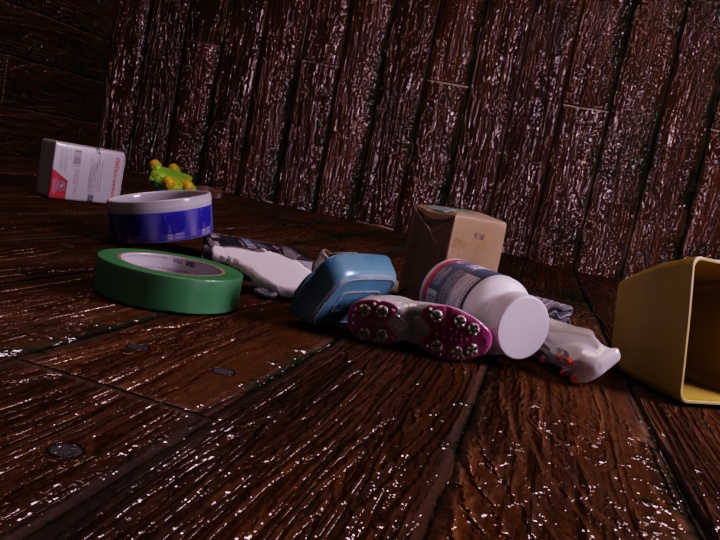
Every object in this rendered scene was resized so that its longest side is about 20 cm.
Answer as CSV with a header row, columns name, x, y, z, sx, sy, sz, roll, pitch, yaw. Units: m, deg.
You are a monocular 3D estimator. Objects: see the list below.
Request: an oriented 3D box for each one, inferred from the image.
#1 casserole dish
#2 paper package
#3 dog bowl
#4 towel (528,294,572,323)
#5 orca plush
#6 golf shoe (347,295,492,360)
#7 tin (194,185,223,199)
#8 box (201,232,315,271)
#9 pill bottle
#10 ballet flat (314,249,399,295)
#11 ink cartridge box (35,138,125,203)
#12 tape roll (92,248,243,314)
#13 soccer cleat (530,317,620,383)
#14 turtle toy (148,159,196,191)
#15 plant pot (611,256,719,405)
name,x,y,z,sx,sy,sz,roll,pitch,yaw
casserole dish,-0.017,0.032,1.035,0.039,0.121,0.199,49,24,25
paper package,0.182,-0.024,1.407,0.103,0.193,0.199,17,11,40
dog bowl,-0.391,-0.109,1.416,0.198,0.080,0.200,-2,13,1
towel,0.270,0.069,1.259,0.164,0.086,0.199,17,9,29
orca plush,-0.165,0.016,1.177,0.198,0.071,0.106,7,53,-6
golf shoe,0.083,0.069,0.998,0.198,0.076,0.092,13,14,3
tin,-0.625,-0.317,2.924,0.111,0.042,0.200,8,7,4
box,-0.203,-0.026,1.393,0.197,0.050,0.200,10,7,-16
pill bottle,0.184,0.059,1.076,0.119,0.121,0.200,8,9,-27
ballet flat,0.000,0.000,1.435,0.198,0.070,0.069,14,8,17
ink cartridge box,-0.745,-0.262,1.925,0.083,0.146,0.199,18,10,40
tape roll,-0.266,0.013,1.003,0.198,0.049,0.200,12,8,-2
soccer cleat,0.299,0.107,1.058,0.077,0.070,0.200,-19,21,-11
turtle toy,-0.642,-0.293,2.474,0.199,0.102,0.146,7,32,-49
plant pot,0.501,0.091,1.103,0.198,0.202,0.176,8,-3,-23
